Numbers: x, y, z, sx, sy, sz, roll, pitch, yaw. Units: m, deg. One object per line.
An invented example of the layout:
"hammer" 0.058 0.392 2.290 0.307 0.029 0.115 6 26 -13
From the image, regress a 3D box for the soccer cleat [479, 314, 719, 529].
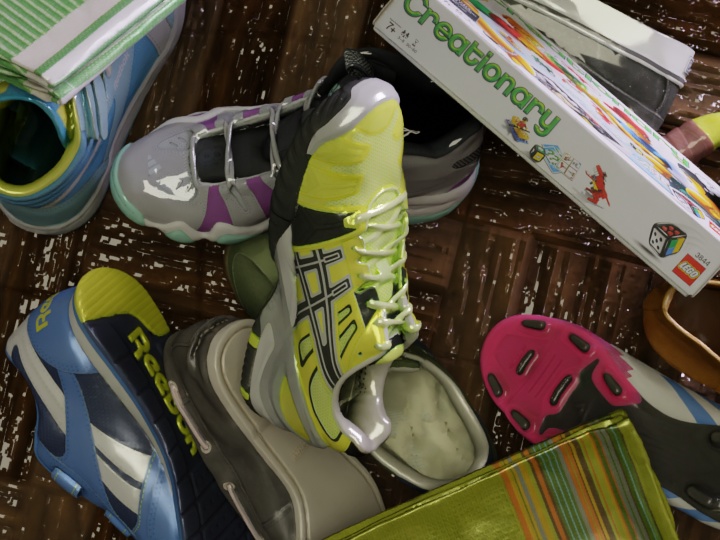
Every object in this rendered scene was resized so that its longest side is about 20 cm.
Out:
"soccer cleat" 0.155 0.089 1.046 0.200 0.086 0.070 29 91 26

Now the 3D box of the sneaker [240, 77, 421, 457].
"sneaker" 0.000 0.000 0.938 0.076 0.075 0.200 31 129 29

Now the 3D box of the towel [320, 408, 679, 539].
"towel" 0.060 0.148 0.990 0.200 0.018 0.086 -24 99 3

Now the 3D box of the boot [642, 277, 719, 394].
"boot" 0.240 0.056 1.002 0.201 0.144 0.071 21 89 2

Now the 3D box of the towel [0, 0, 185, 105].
"towel" -0.178 -0.164 1.015 0.200 0.023 0.153 26 56 31

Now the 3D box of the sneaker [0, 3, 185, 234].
"sneaker" -0.148 -0.118 1.029 0.079 0.131 0.200 15 87 3

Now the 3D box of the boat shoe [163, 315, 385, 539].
"boat shoe" -0.042 0.109 1.042 0.067 0.057 0.200 -41 115 -35

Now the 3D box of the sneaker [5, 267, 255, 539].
"sneaker" -0.122 0.098 1.048 0.082 0.074 0.200 -21 97 28

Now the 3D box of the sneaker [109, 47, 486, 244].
"sneaker" -0.027 -0.075 1.001 0.200 0.140 0.078 -7 71 -13

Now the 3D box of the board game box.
"board game box" 0.099 -0.077 0.965 0.200 0.126 0.035 40 107 -3

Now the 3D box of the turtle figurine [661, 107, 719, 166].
"turtle figurine" 0.252 -0.080 1.048 0.161 0.064 0.200 -39 87 -1

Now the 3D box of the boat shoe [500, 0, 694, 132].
"boat shoe" 0.078 -0.132 1.052 0.200 0.071 0.064 26 92 5

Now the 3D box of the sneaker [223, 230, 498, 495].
"sneaker" 0.004 0.046 1.035 0.067 0.090 0.200 -42 87 -3
